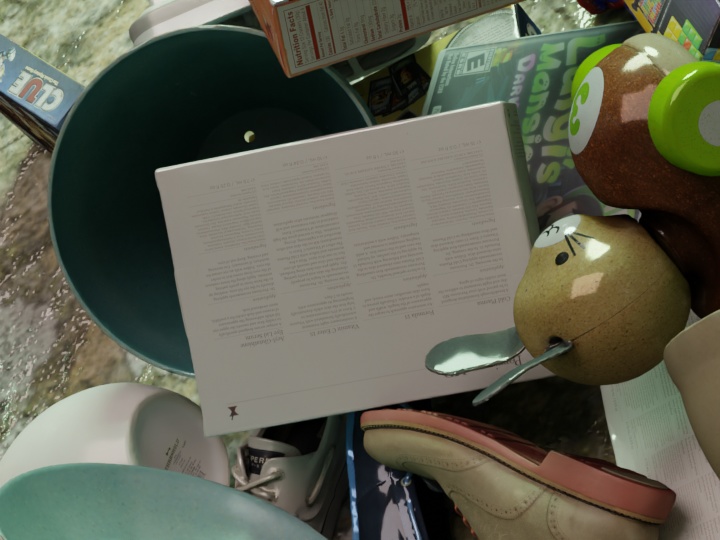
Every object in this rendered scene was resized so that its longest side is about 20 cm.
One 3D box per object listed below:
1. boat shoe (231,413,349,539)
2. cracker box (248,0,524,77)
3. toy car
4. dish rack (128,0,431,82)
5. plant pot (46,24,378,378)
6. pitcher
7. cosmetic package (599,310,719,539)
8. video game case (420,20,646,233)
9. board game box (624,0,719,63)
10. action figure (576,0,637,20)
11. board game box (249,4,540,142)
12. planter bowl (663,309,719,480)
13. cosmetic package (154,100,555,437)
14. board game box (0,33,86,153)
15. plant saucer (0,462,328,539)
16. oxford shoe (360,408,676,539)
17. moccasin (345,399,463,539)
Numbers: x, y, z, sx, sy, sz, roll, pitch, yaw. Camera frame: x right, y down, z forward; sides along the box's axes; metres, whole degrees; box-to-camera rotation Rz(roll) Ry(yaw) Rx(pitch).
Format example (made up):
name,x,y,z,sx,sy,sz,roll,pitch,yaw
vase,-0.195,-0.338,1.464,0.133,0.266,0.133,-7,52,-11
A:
name,x,y,z,sx,sy,sz,roll,pitch,yaw
boat shoe,-0.043,0.119,1.620,0.072,0.066,0.200,16,70,44
cracker box,0.028,-0.194,1.552,0.199,0.058,0.134,-18,44,-7
toy car,0.119,-0.007,1.411,0.200,0.158,0.164,-37,14,-5
dish rack,-0.052,-0.149,1.691,0.171,0.200,0.044,-21,77,5
plant pot,-0.068,-0.044,1.624,0.199,0.135,0.201,1,96,11
pitcher,-0.167,0.126,1.684,0.200,0.121,0.172,-29,31,39
cosmetic package,0.180,0.091,1.476,0.082,0.051,0.200,-28,44,22
video game case,0.100,-0.053,1.598,0.181,0.023,0.200,-5,56,36
board game box,0.223,-0.172,1.564,0.057,0.165,0.200,-68,32,32
action figure,0.168,-0.175,1.662,0.065,0.099,0.200,-46,39,-1
board game box,0.026,-0.067,1.723,0.200,0.035,0.136,-25,46,21
planter bowl,0.259,0.078,1.337,0.200,0.200,0.135,-21,73,25
cosmetic package,0.000,0.000,1.519,0.199,0.052,0.151,-10,89,12
board game box,-0.204,-0.104,1.873,0.035,0.135,0.200,-51,42,-6
plant saucer,-0.103,0.162,1.490,0.201,0.201,0.039,33,114,48
oxford shoe,0.070,0.121,1.454,0.200,0.070,0.075,16,91,44
moccasin,0.037,0.132,1.553,0.068,0.080,0.201,-14,65,24
